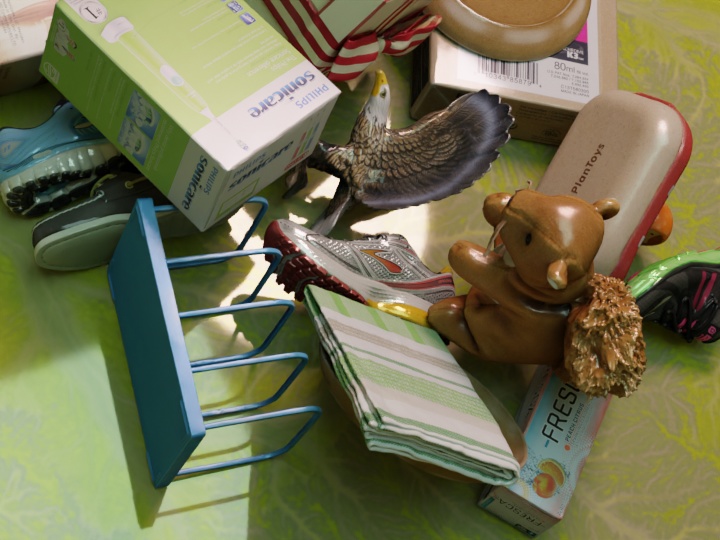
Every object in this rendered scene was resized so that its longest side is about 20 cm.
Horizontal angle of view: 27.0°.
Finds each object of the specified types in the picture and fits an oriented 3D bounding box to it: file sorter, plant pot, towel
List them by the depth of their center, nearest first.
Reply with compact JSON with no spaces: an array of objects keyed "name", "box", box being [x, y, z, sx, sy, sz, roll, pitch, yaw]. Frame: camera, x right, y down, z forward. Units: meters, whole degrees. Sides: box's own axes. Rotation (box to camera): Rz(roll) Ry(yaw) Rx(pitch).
[{"name":"towel","box":[0.036,0.092,1.202,0.148,0.031,0.200,23,20,-29]},{"name":"file sorter","box":[-0.122,0.056,1.245,0.121,0.139,0.202,-7,69,-23]},{"name":"plant pot","box":[0.048,0.113,1.246,0.198,0.028,0.200,27,19,-10]},{"name":"plant pot","box":[0.139,-0.298,1.462,0.197,0.028,0.203,6,65,-13]}]

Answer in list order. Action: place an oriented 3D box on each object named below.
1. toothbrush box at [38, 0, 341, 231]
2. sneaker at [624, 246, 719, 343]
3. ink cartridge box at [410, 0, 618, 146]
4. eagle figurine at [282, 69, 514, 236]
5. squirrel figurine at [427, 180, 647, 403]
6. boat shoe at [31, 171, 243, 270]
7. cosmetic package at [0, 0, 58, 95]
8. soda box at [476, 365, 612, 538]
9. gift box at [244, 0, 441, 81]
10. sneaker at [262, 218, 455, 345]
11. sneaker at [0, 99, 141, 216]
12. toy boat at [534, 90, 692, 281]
[{"name":"toothbrush box","box":[-0.140,-0.155,1.228,0.200,0.086,0.145,42,50,10]},{"name":"sneaker","box":[0.312,0.029,1.419,0.198,0.077,0.085,-12,75,-31]},{"name":"ink cartridge box","box":[0.154,-0.220,1.489,0.197,0.075,0.167,8,66,-13]},{"name":"eagle figurine","box":[0.031,-0.109,1.357,0.197,0.152,0.153,3,55,-8]},{"name":"squirrel figurine","box":[0.172,0.012,1.250,0.200,0.187,0.142,42,64,6]},{"name":"boat shoe","box":[-0.200,-0.055,1.310,0.199,0.072,0.061,-17,68,-31]},{"name":"cosmetic package","box":[-0.262,-0.227,1.342,0.198,0.103,0.088,-20,85,-23]},{"name":"soda box","box":[0.177,0.133,1.342,0.063,0.068,0.201,30,61,-2]},{"name":"gift box","box":[-0.033,-0.261,1.357,0.188,0.200,0.184,53,42,3]},{"name":"sneaker","box":[0.000,0.000,1.328,0.199,0.078,0.083,26,66,-28]},{"name":"sneaker","box":[-0.233,-0.124,1.325,0.198,0.079,0.091,-19,68,-26]},{"name":"toy boat","box":[0.246,-0.059,1.409,0.130,0.130,0.201,30,91,-38]}]
